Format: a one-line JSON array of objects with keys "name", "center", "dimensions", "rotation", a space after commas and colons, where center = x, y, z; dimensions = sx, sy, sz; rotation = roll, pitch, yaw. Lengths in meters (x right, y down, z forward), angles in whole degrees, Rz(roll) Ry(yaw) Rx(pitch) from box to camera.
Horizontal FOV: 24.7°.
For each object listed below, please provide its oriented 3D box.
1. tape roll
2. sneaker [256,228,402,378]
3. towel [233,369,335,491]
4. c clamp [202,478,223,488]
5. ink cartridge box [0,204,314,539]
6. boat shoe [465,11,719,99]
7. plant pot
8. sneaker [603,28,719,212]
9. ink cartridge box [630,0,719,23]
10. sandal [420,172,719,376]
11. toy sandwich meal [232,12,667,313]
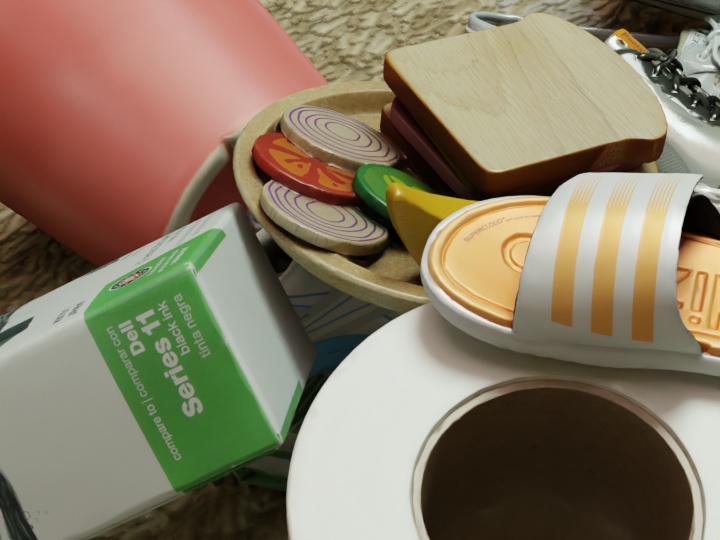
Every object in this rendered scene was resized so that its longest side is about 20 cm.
[{"name": "tape roll", "center": [0.072, 0.124, 0.646], "dimensions": [0.201, 0.140, 0.203], "rotation": [0, 50, 0]}, {"name": "sneaker", "center": [0.000, 0.000, 0.825], "dimensions": [0.199, 0.087, 0.075], "rotation": [-13, 34, -14]}, {"name": "towel", "center": [0.030, 0.045, 0.855], "dimensions": [0.152, 0.023, 0.200], "rotation": [9, 45, 22]}, {"name": "c clamp", "center": [-0.142, 0.113, 0.805], "dimensions": [0.199, 0.027, 0.171], "rotation": [-32, 35, -11]}, {"name": "ink cartridge box", "center": [-0.130, 0.060, 0.701], "dimensions": [0.199, 0.083, 0.147], "rotation": [-26, 10, 8]}, {"name": "boat shoe", "center": [0.153, -0.110, 0.893], "dimensions": [0.201, 0.065, 0.074], "rotation": [4, 28, 25]}, {"name": "plant pot", "center": [-0.105, -0.078, 0.908], "dimensions": [0.200, 0.201, 0.177], "rotation": [-35, 56, -25]}, {"name": "sneaker", "center": [0.151, -0.073, 0.820], "dimensions": [0.199, 0.080, 0.074], "rotation": [20, 15, 28]}, {"name": "ink cartridge box", "center": [0.187, -0.199, 0.967], "dimensions": [0.146, 0.083, 0.200], "rotation": [23, 10, 32]}, {"name": "sandal", "center": [0.127, -0.004, 0.622], "dimensions": [0.205, 0.059, 0.079], "rotation": [11, 49, 5]}, {"name": "toy sandwich meal", "center": [0.044, -0.053, 0.737], "dimensions": [0.204, 0.071, 0.206], "rotation": [9, 34, -6]}]
